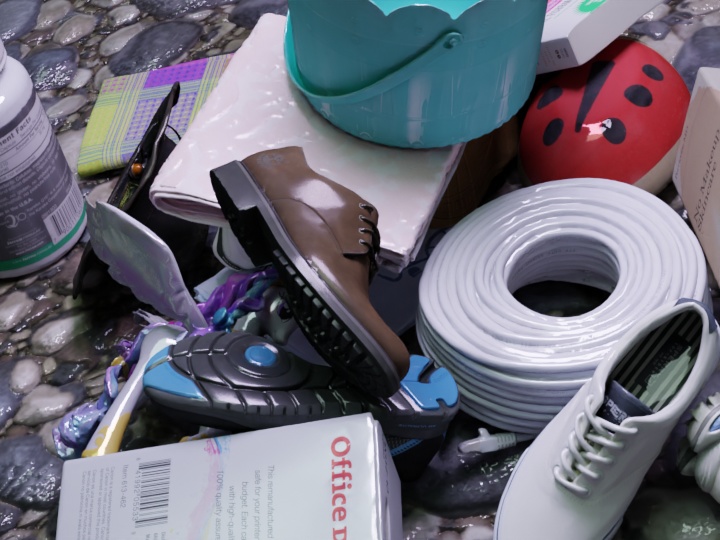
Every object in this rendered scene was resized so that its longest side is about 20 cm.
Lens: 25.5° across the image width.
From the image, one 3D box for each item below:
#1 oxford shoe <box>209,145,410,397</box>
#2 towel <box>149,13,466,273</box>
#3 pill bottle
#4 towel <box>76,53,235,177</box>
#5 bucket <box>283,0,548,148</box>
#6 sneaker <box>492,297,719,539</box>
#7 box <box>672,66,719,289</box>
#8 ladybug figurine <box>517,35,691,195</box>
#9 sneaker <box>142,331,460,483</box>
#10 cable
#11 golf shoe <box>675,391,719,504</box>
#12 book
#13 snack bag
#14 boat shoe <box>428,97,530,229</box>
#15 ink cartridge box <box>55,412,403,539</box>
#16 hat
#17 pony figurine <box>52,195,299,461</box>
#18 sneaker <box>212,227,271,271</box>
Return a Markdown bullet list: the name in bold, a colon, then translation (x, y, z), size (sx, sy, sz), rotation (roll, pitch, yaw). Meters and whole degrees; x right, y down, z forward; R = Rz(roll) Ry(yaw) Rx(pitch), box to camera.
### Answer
- **oxford shoe**: translation (-0.015, -0.010, 0.980), size (0.084, 0.073, 0.201), rotation (-25, 58, -14)
- **towel**: translation (-0.023, -0.093, 1.114), size (0.189, 0.032, 0.201), rotation (16, 49, 14)
- **pill bottle**: translation (-0.305, -0.103, 1.289), size (0.112, 0.201, 0.114), rotation (-11, 38, 9)
- **towel**: translation (-0.150, -0.142, 1.421), size (0.197, 0.023, 0.144), rotation (-8, 40, 13)
- **bucket**: translation (0.038, -0.193, 1.091), size (0.204, 0.136, 0.209), rotation (0, 47, 0)
- **sneaker**: translation (0.140, 0.096, 0.929), size (0.073, 0.071, 0.201), rotation (31, 82, 21)
- **box**: translation (0.267, -0.055, 1.045), size (0.077, 0.096, 0.200), rotation (7, 25, -4)
- **ladybug figurine**: translation (0.185, -0.114, 1.205), size (0.134, 0.073, 0.201), rotation (0, 38, 20)
- **sneaker**: translation (-0.040, 0.094, 0.992), size (0.197, 0.083, 0.074), rotation (9, 38, -10)
- **cable**: translation (0.133, 0.019, 1.061), size (0.197, 0.070, 0.201), rotation (-10, 43, 4)
- **golf shoe**: translation (0.287, 0.088, 0.948), size (0.199, 0.079, 0.097), rotation (-32, 62, -14)
- **book**: translation (0.134, -0.187, 1.272), size (0.199, 0.048, 0.133), rotation (-5, 27, 49)
- **snack bag**: translation (0.000, 0.000, 1.189), size (0.199, 0.022, 0.188), rotation (-37, 42, -24)
- **boat shoe**: translation (0.063, -0.088, 1.207), size (0.069, 0.072, 0.200), rotation (8, 28, 29)
- **ink cartridge box**: translation (-0.074, 0.179, 0.932), size (0.197, 0.083, 0.147), rotation (-9, 52, 10)
- **hat**: translation (-0.154, -0.045, 1.231), size (0.080, 0.201, 0.202), rotation (29, 43, -11)
- **pony figurine**: translation (-0.123, 0.058, 1.085), size (0.191, 0.167, 0.201), rotation (19, 66, 29)
- **sneaker**: translation (-0.067, -0.091, 1.214), size (0.087, 0.075, 0.202), rotation (-31, 33, 55)
